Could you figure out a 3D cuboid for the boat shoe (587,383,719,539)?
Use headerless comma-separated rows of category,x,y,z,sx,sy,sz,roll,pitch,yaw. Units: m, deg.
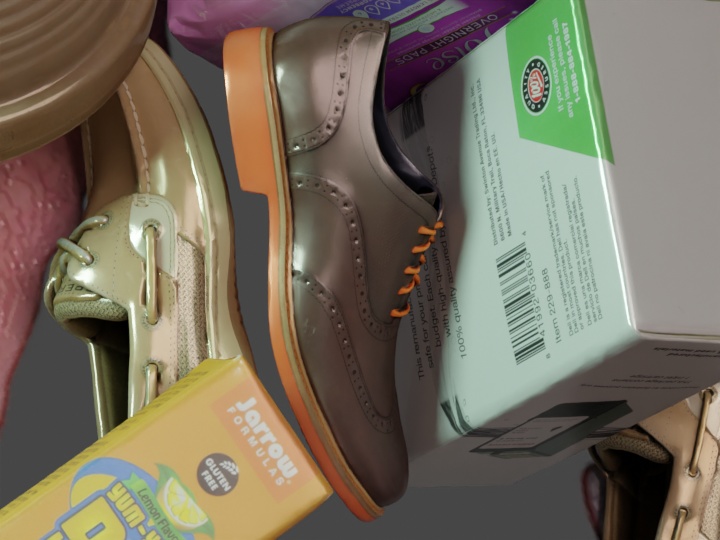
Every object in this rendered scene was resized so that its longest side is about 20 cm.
boat shoe,0.135,0.070,1.122,0.064,0.071,0.201,12,66,-26

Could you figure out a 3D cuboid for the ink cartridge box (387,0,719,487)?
ink cartridge box,0.071,-0.008,1.039,0.084,0.200,0.147,3,69,-32

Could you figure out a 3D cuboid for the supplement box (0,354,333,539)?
supplement box,-0.109,0.111,0.926,0.200,0.069,0.067,-36,92,-15

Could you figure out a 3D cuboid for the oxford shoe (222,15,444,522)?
oxford shoe,0.000,0.000,1.008,0.072,0.071,0.201,-11,102,8

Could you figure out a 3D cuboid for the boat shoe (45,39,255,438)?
boat shoe,-0.088,0.003,1.013,0.064,0.071,0.201,-7,73,-25

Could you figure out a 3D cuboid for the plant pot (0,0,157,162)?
plant pot,-0.173,-0.143,0.980,0.200,0.093,0.202,5,57,-7

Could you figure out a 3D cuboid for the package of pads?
package of pads,0.031,-0.131,1.026,0.120,0.199,0.076,28,51,-41
